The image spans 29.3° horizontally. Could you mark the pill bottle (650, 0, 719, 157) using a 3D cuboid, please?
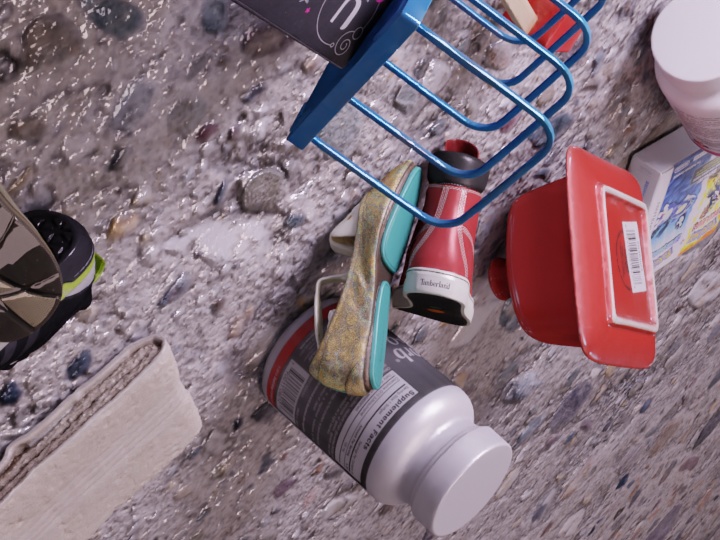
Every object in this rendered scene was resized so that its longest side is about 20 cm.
[{"bbox_3d":[0.356,-0.194,1.363,0.114,0.113,0.200,-53,152,3],"label":"pill bottle"}]

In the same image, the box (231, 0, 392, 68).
[{"bbox_3d":[-0.066,-0.209,0.714,0.115,0.132,0.200,-53,152,8],"label":"box"}]

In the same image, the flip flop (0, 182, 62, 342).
[{"bbox_3d":[-0.224,-0.046,0.736,0.081,0.058,0.200,-33,130,-11],"label":"flip flop"}]

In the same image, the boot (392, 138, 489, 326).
[{"bbox_3d":[0.075,-0.032,1.189,0.200,0.072,0.145,93,8,-79],"label":"boot"}]

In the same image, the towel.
[{"bbox_3d":[-0.205,0.146,1.018,0.200,0.034,0.133,-42,151,-19],"label":"towel"}]

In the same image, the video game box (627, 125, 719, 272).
[{"bbox_3d":[0.360,-0.084,1.567,0.200,0.047,0.183,-29,147,-35],"label":"video game box"}]

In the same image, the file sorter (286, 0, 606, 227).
[{"bbox_3d":[0.068,-0.148,0.859,0.139,0.122,0.200,-41,-161,50],"label":"file sorter"}]

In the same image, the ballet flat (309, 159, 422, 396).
[{"bbox_3d":[0.000,0.000,1.101,0.071,0.070,0.201,45,54,-61],"label":"ballet flat"}]

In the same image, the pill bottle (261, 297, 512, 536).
[{"bbox_3d":[0.022,0.121,1.144,0.116,0.200,0.116,-36,148,-27],"label":"pill bottle"}]

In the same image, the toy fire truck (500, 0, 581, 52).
[{"bbox_3d":[0.132,-0.245,1.005,0.141,0.049,0.200,-58,152,13],"label":"toy fire truck"}]

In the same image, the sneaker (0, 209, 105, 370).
[{"bbox_3d":[-0.231,0.047,0.827,0.200,0.072,0.083,-38,151,-24],"label":"sneaker"}]

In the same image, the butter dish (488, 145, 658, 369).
[{"bbox_3d":[0.194,-0.001,1.331,0.199,0.147,0.201,12,72,-58],"label":"butter dish"}]
